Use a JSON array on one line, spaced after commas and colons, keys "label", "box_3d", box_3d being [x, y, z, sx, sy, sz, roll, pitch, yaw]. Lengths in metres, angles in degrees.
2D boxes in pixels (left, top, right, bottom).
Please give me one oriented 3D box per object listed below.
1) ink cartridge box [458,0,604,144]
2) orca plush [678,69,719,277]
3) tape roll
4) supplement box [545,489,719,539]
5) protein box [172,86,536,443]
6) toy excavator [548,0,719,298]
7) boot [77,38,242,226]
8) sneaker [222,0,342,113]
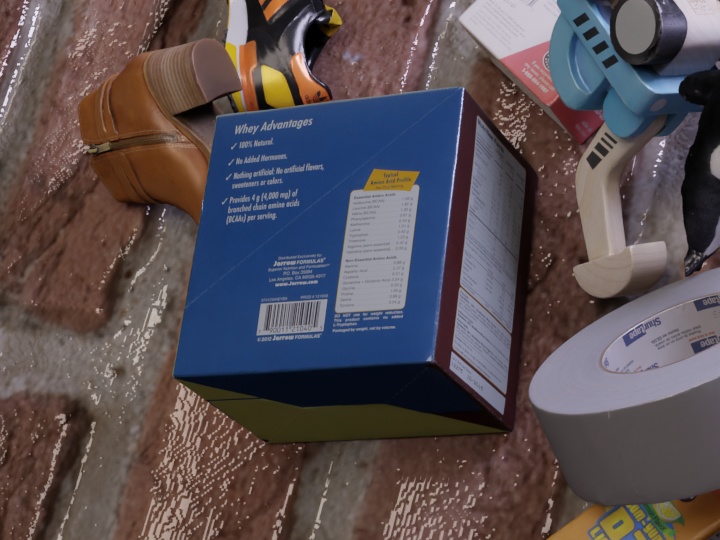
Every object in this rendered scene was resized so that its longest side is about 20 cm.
[{"label": "ink cartridge box", "box_3d": [0.184, -0.204, 1.484, 0.200, 0.067, 0.117, -44, 54, 4]}, {"label": "orca plush", "box_3d": [0.234, -0.096, 1.311, 0.105, 0.200, 0.071, -31, 61, -33]}, {"label": "tape roll", "box_3d": [0.205, 0.065, 1.264, 0.200, 0.066, 0.200, -24, 14, 6]}, {"label": "supplement box", "box_3d": [0.159, 0.185, 1.301, 0.200, 0.069, 0.067, -37, 56, 4]}, {"label": "protein box", "box_3d": [0.000, 0.000, 1.438, 0.198, 0.135, 0.200, -5, 64, 27]}, {"label": "toy excavator", "box_3d": [0.177, -0.109, 1.382, 0.195, 0.100, 0.200, 60, 137, 25]}, {"label": "boot", "box_3d": [-0.142, -0.067, 1.584, 0.155, 0.077, 0.200, -17, 94, 44]}, {"label": "sneaker", "box_3d": [-0.058, -0.205, 1.625, 0.090, 0.070, 0.200, -5, 63, 10]}]
